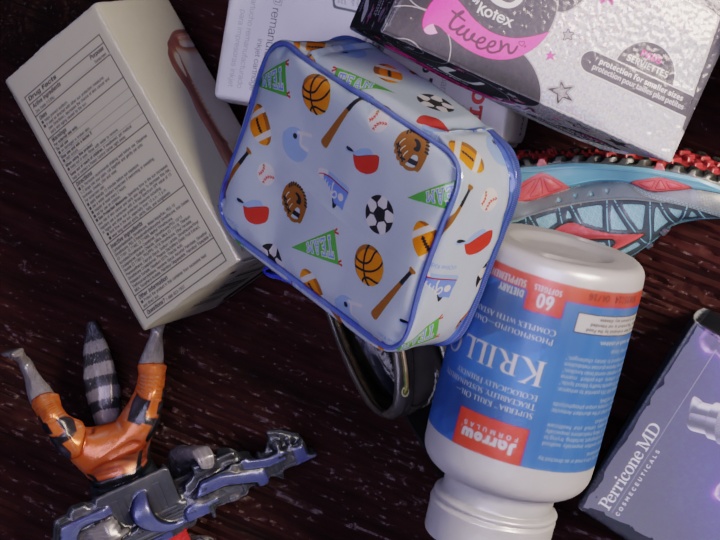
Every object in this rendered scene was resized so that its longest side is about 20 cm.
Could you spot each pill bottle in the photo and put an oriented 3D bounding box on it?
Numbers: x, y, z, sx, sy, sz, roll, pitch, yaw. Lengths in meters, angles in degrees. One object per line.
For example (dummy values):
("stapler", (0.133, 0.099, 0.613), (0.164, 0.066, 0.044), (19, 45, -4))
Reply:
("pill bottle", (0.104, 0.079, 1.352), (0.112, 0.112, 0.200), (15, 102, 11))

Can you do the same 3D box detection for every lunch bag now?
("lunch bag", (-0.001, -0.047, 1.328), (0.200, 0.075, 0.160), (38, 122, 36))

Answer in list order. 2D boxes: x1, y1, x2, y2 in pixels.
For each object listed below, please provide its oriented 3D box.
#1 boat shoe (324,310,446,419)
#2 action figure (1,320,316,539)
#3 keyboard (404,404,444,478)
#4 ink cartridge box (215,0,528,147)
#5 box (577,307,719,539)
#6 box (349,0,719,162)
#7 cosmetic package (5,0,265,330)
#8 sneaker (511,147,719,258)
("boat shoe", (0.000, 0.000, 1.418), (0.072, 0.061, 0.201), (-24, 90, 41))
("action figure", (-0.140, 0.126, 1.489), (0.200, 0.105, 0.194), (-16, 97, -13))
("keyboard", (0.054, 0.037, 1.444), (0.127, 0.021, 0.200), (-32, 86, 39))
("ink cartridge box", (0.018, -0.169, 1.425), (0.200, 0.086, 0.147), (10, 95, 13))
("box", (0.263, 0.139, 1.376), (0.200, 0.104, 0.148), (31, 100, 9))
("box", (0.115, -0.163, 1.308), (0.200, 0.115, 0.132), (23, 92, -11))
("cosmetic package", (-0.139, -0.074, 1.446), (0.103, 0.087, 0.200), (-33, 82, 32))
("sneaker", (0.162, -0.033, 1.413), (0.200, 0.079, 0.096), (1, 103, 21))
